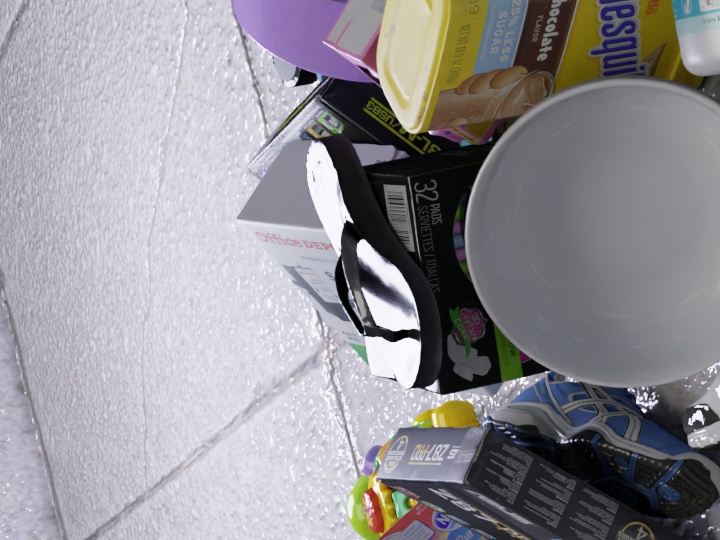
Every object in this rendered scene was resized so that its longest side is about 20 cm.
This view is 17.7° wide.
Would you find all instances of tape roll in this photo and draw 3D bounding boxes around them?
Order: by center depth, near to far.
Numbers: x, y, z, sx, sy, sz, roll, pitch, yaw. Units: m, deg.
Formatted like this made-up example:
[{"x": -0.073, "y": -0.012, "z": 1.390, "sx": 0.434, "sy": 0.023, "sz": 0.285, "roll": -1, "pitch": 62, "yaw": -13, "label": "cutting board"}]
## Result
[{"x": 0.007, "y": -0.219, "z": 1.696, "sx": 0.200, "sy": 0.200, "sz": 0.066, "roll": -124, "pitch": 30, "yaw": -45, "label": "tape roll"}]

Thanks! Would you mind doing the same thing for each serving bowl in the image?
[{"x": 0.167, "y": -0.031, "z": 1.443, "sx": 0.066, "sy": 0.200, "sz": 0.200, "roll": -72, "pitch": -21, "yaw": -69, "label": "serving bowl"}]

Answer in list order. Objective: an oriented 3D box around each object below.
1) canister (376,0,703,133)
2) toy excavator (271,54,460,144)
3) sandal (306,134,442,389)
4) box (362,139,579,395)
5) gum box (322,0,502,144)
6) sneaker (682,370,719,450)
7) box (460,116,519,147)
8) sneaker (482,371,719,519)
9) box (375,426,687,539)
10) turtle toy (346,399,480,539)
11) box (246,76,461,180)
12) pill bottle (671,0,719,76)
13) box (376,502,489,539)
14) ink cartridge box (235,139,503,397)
[{"x": 0.120, "y": -0.162, "z": 1.437, "sx": 0.149, "sy": 0.200, "sz": 0.087, "roll": 104, "pitch": 148, "yaw": -48, "label": "canister"}, {"x": 0.030, "y": -0.147, "z": 1.844, "sx": 0.200, "sy": 0.100, "sz": 0.195, "roll": -40, "pitch": 65, "yaw": 57, "label": "toy excavator"}, {"x": 0.000, "y": 0.000, "z": 1.490, "sx": 0.076, "sy": 0.043, "sz": 0.200, "roll": 102, "pitch": 148, "yaw": -47, "label": "sandal"}, {"x": 0.108, "y": -0.012, "z": 1.547, "sx": 0.124, "sy": 0.200, "sz": 0.149, "roll": -169, "pitch": 70, "yaw": -67, "label": "box"}, {"x": 0.075, "y": -0.190, "z": 1.518, "sx": 0.200, "sy": 0.113, "sz": 0.066, "roll": -58, "pitch": 29, "yaw": 2, "label": "gum box"}, {"x": 0.258, "y": 0.056, "z": 1.398, "sx": 0.200, "sy": 0.074, "sz": 0.080, "roll": -40, "pitch": 59, "yaw": 57, "label": "sneaker"}, {"x": 0.113, "y": -0.174, "z": 1.615, "sx": 0.049, "sy": 0.082, "sz": 0.200, "roll": -142, "pitch": 45, "yaw": -59, "label": "box"}, {"x": 0.176, "y": 0.114, "z": 1.617, "sx": 0.200, "sy": 0.077, "sz": 0.076, "roll": 18, "pitch": 144, "yaw": 45, "label": "sneaker"}, {"x": 0.129, "y": 0.172, "z": 1.625, "sx": 0.049, "sy": 0.200, "sz": 0.161, "roll": -65, "pitch": 18, "yaw": -14, "label": "box"}, {"x": 0.049, "y": 0.192, "z": 1.941, "sx": 0.200, "sy": 0.101, "sz": 0.146, "roll": 142, "pitch": 115, "yaw": -76, "label": "turtle toy"}, {"x": 0.023, "y": -0.063, "z": 1.802, "sx": 0.193, "sy": 0.048, "sz": 0.200, "roll": 39, "pitch": 158, "yaw": -7, "label": "box"}, {"x": 0.218, "y": -0.214, "z": 1.286, "sx": 0.111, "sy": 0.111, "sz": 0.200, "roll": -179, "pitch": 79, "yaw": -69, "label": "pill bottle"}, {"x": 0.071, "y": 0.232, "z": 1.745, "sx": 0.103, "sy": 0.200, "sz": 0.095, "roll": 32, "pitch": 138, "yaw": 22, "label": "box"}, {"x": 0.022, "y": -0.002, "z": 1.756, "sx": 0.147, "sy": 0.083, "sz": 0.200, "roll": 7, "pitch": 146, "yaw": 51, "label": "ink cartridge box"}]
